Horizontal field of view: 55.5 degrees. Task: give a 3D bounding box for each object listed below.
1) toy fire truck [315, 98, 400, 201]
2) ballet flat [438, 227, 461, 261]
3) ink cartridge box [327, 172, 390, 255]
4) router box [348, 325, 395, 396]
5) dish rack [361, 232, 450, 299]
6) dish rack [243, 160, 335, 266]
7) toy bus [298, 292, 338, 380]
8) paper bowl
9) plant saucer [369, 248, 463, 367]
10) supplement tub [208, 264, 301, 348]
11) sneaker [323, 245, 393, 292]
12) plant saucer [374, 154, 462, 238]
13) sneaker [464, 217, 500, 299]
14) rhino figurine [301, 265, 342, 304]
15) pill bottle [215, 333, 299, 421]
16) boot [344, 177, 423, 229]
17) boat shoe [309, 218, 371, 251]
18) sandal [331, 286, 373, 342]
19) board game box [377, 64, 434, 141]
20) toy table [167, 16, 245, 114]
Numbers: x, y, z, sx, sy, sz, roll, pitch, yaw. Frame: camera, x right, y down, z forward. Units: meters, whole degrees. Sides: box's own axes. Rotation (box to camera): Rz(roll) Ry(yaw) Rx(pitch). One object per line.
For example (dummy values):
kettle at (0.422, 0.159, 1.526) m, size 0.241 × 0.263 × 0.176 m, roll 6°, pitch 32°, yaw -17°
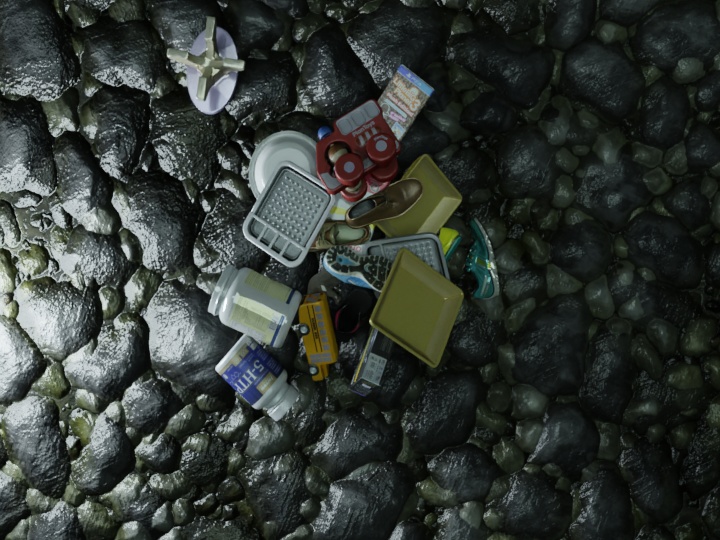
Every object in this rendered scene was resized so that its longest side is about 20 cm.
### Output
toy fire truck at (-0.013, -0.264, 1.504) m, size 0.197 × 0.112 × 0.171 m, roll -31°, pitch 72°, yaw -3°
ballet flat at (0.179, -0.015, 1.706) m, size 0.066 × 0.067 × 0.204 m, roll 30°, pitch 96°, yaw 17°
ink cartridge box at (-0.023, -0.148, 1.674) m, size 0.141 × 0.083 × 0.206 m, roll 19°, pitch 93°, yaw -3°
router box at (0.040, 0.186, 1.629) m, size 0.051 × 0.158 × 0.205 m, roll 22°, pitch 69°, yaw -4°
dish rack at (0.113, -0.013, 1.639) m, size 0.194 × 0.044 × 0.176 m, roll -7°, pitch 120°, yaw 19°
dish rack at (-0.158, -0.128, 1.568) m, size 0.169 × 0.043 × 0.204 m, roll 31°, pitch 92°, yaw 15°
toy bus at (-0.103, 0.163, 1.675) m, size 0.076 × 0.065 × 0.206 m, roll -9°, pitch 108°, yaw 8°
paper bowl at (-0.172, -0.233, 1.653) m, size 0.194 × 0.104 × 0.208 m, roll 0°, pitch 93°, yaw -2°
plant saucer at (0.123, 0.087, 1.566) m, size 0.198 × 0.048 × 0.204 m, roll 34°, pitch 66°, yaw -18°
supplement tub at (-0.253, 0.083, 1.649) m, size 0.195 × 0.145 × 0.149 m, roll 25°, pitch 93°, yaw -4°
sneaker at (0.000, 0.000, 1.619) m, size 0.195 × 0.090 × 0.080 m, roll 24°, pitch 72°, yaw -15°
plant saucer at (0.132, -0.157, 1.659) m, size 0.201 × 0.048 × 0.199 m, roll -51°, pitch 134°, yaw 1°
sneaker at (0.296, -0.028, 1.703) m, size 0.077 × 0.078 × 0.207 m, roll -11°, pitch 94°, yaw 7°
rhino figurine at (-0.082, 0.037, 1.693) m, size 0.087 × 0.060 × 0.201 m, roll 36°, pitch 105°, yaw -15°
pill bottle at (-0.247, 0.265, 1.675) m, size 0.200 × 0.120 × 0.120 m, roll 44°, pitch 91°, yaw -5°
boot at (0.057, -0.152, 1.537) m, size 0.196 × 0.076 × 0.075 m, roll -26°, pitch 84°, yaw -4°
boat shoe at (-0.072, -0.087, 1.597) m, size 0.193 × 0.074 × 0.078 m, roll -8°, pitch 95°, yaw 0°
sandal at (-0.029, 0.114, 1.655) m, size 0.074 × 0.046 × 0.202 m, roll 28°, pitch 137°, yaw -1°
board game box at (0.072, -0.360, 1.626) m, size 0.096 × 0.159 × 0.203 m, roll 34°, pitch 92°, yaw -5°
toy table at (-0.356, -0.485, 1.622) m, size 0.177 × 0.117 × 0.207 m, roll -3°, pitch 93°, yaw -2°
